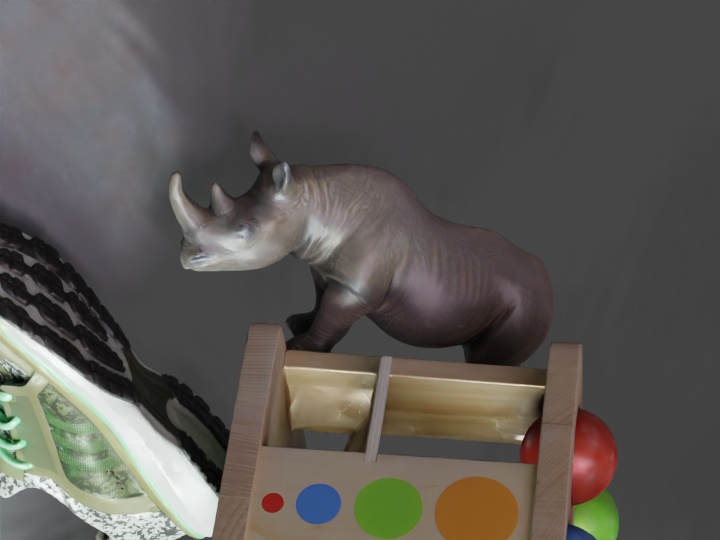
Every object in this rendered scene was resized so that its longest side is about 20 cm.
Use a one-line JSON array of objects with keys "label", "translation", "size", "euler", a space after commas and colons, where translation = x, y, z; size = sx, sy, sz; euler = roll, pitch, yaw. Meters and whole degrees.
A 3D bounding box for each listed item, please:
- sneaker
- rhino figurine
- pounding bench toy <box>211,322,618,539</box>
[{"label": "sneaker", "translation": [-0.132, 0.063, 0.965], "size": [0.088, 0.077, 0.200], "euler": [-34, 121, 12]}, {"label": "rhino figurine", "translation": [0.000, 0.000, 0.991], "size": [0.199, 0.060, 0.088], "euler": [27, 105, -27]}, {"label": "pounding bench toy", "translation": [0.031, 0.132, 0.981], "size": [0.155, 0.125, 0.200], "euler": [3, 146, 8]}]
